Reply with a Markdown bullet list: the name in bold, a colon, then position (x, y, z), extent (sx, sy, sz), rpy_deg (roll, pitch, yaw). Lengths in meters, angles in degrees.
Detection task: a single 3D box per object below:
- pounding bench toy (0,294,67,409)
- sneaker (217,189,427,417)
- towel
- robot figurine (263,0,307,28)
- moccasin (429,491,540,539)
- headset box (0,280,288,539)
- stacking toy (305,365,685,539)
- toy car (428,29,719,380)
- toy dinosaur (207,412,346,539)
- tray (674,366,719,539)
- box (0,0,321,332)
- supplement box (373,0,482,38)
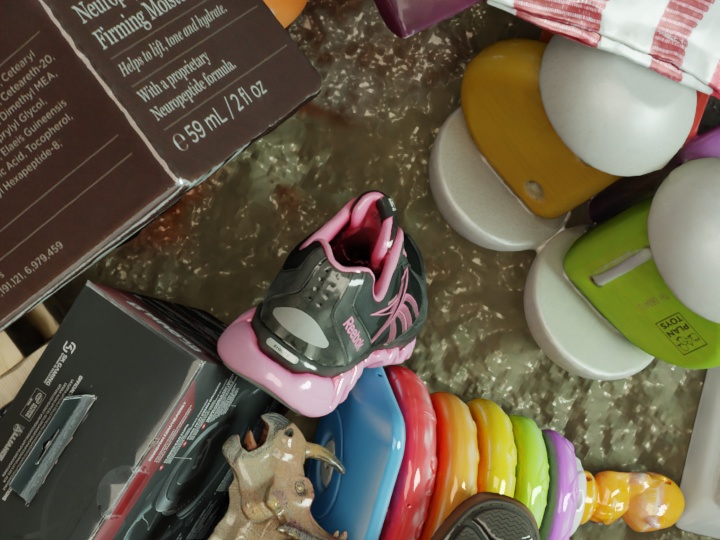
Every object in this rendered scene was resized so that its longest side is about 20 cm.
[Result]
- **pounding bench toy**: position (-0.237, 0.015, 1.333), extent (0.124, 0.200, 0.156), rpy_deg (-36, 94, 3)
- **sneaker**: position (0.000, 0.000, 1.328), extent (0.079, 0.200, 0.096), rpy_deg (29, 111, 5)
- **towel**: position (0.162, -0.153, 1.225), extent (0.199, 0.023, 0.144), rpy_deg (19, 114, -29)
- **robot figurine**: position (-0.061, -0.201, 1.359), extent (0.116, 0.144, 0.201), rpy_deg (23, 97, 23)
- **moccasin**: position (0.041, 0.205, 1.345), extent (0.073, 0.078, 0.202), rpy_deg (12, 103, -2)
- **headset box**: position (-0.120, 0.092, 1.332), extent (0.077, 0.200, 0.149), rpy_deg (33, 94, 16)
- **stacking toy**: position (0.076, 0.112, 1.397), extent (0.199, 0.116, 0.110), rpy_deg (8, 114, -16)
- **toy car**: position (0.146, -0.051, 1.363), extent (0.150, 0.175, 0.200), rpy_deg (-39, 93, -34)
- **toy dinosaur**: position (-0.053, 0.183, 1.330), extent (0.135, 0.086, 0.200), rpy_deg (-25, 135, -22)
- **tray**: position (0.240, 0.053, 1.421), extent (0.107, 0.022, 0.201), rpy_deg (13, 94, -1)
- **box**: position (-0.160, -0.100, 1.263), extent (0.164, 0.166, 0.200), rpy_deg (-35, 94, 31)
- **supplement box**: position (0.075, -0.213, 1.259), extent (0.200, 0.103, 0.131), rpy_deg (-27, 101, 0)
